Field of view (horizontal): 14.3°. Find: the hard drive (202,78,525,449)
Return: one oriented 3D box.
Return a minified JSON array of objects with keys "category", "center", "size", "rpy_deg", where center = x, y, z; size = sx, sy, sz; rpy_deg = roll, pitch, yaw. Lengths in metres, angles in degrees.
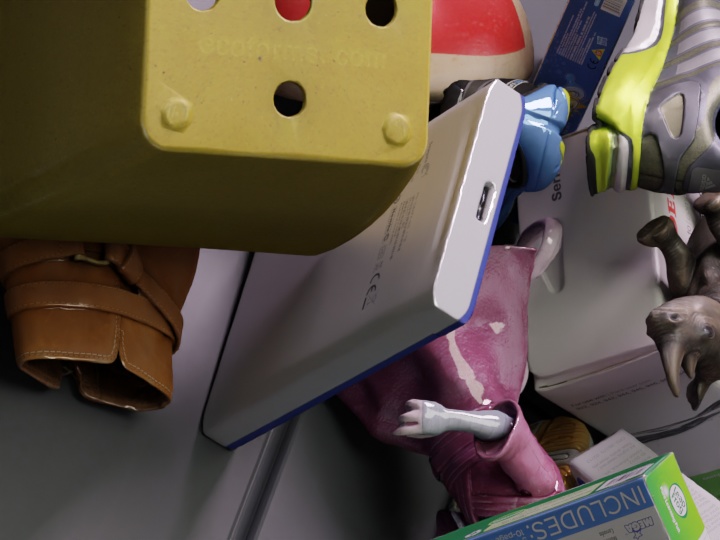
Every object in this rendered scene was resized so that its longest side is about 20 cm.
[{"category":"hard drive","center":[0.000,0.000,1.407],"size":[0.025,0.200,0.133],"rpy_deg":[31,55,-22]}]

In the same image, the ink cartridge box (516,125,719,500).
[{"category":"ink cartridge box","center":[0.173,0.023,1.584],"size":[0.200,0.084,0.146],"rpy_deg":[32,47,-49]}]

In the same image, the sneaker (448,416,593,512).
[{"category":"sneaker","center":[0.087,0.170,1.497],"size":[0.088,0.075,0.201],"rpy_deg":[50,45,-32]}]

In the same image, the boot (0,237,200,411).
[{"category":"boot","center":[-0.164,-0.023,1.391],"size":[0.199,0.076,0.156],"rpy_deg":[24,57,-37]}]

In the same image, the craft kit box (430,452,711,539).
[{"category":"craft kit box","center":[0.098,0.210,1.362],"size":[0.048,0.199,0.199],"rpy_deg":[-26,93,-60]}]

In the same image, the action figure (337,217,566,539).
[{"category":"action figure","center":[0.061,0.090,1.459],"size":[0.148,0.134,0.201],"rpy_deg":[-13,61,-30]}]

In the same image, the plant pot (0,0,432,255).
[{"category":"plant pot","center":[-0.064,-0.112,1.302],"size":[0.199,0.176,0.202],"rpy_deg":[3,89,-24]}]

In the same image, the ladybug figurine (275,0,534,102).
[{"category":"ladybug figurine","center":[0.013,-0.133,1.544],"size":[0.199,0.135,0.072],"rpy_deg":[-11,113,-47]}]

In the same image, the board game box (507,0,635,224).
[{"category":"board game box","center":[0.127,-0.135,1.596],"size":[0.034,0.200,0.136],"rpy_deg":[24,49,2]}]

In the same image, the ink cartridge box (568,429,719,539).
[{"category":"ink cartridge box","center":[0.203,0.195,1.451],"size":[0.043,0.200,0.199],"rpy_deg":[-35,122,-8]}]

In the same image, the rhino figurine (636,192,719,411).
[{"category":"rhino figurine","center":[0.186,0.002,1.473],"size":[0.088,0.060,0.200],"rpy_deg":[54,35,-21]}]

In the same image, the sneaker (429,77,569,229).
[{"category":"sneaker","center":[0.050,-0.062,1.499],"size":[0.082,0.200,0.071],"rpy_deg":[16,75,-9]}]

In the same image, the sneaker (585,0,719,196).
[{"category":"sneaker","center":[0.178,-0.104,1.491],"size":[0.080,0.074,0.201],"rpy_deg":[15,50,13]}]
